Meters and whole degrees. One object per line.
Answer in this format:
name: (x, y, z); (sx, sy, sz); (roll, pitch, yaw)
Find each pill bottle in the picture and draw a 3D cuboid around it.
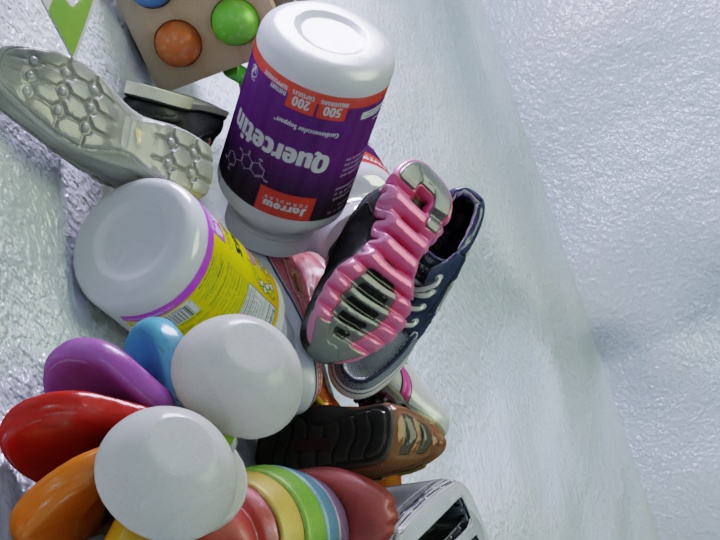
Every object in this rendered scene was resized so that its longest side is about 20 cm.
pill bottle: (-0.122, 0.019, 1.242); (0.200, 0.104, 0.105); (49, 28, -56)
pill bottle: (-0.029, -0.076, 1.553); (0.113, 0.112, 0.200); (59, 0, -39)
pill bottle: (-0.051, -0.111, 1.368); (0.113, 0.112, 0.201); (-87, -166, -52)

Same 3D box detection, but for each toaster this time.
toaster: (0.022, 0.243, 1.369); (0.200, 0.129, 0.114); (-31, 102, -56)

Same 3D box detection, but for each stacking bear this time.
stacking bear: (-0.079, 0.195, 1.199); (0.200, 0.113, 0.122); (12, 104, -61)

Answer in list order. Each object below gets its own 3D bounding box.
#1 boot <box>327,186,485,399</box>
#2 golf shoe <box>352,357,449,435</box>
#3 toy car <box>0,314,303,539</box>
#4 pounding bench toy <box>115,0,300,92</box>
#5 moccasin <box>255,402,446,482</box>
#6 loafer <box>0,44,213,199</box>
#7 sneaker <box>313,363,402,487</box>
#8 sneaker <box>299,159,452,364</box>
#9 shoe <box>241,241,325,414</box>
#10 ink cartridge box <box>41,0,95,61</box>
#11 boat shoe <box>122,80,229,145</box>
boot: (0.037, 0.016, 1.430); (0.200, 0.073, 0.090); (-59, 179, -13)
golf shoe: (0.015, 0.073, 1.515); (0.200, 0.092, 0.073); (43, -23, 15)
toy car: (-0.139, 0.106, 1.020); (0.150, 0.175, 0.200); (32, 45, 3)
pounding bench toy: (-0.119, -0.215, 1.460); (0.156, 0.124, 0.201); (-76, 145, -65)
moccasin: (-0.012, 0.139, 1.343); (0.078, 0.201, 0.074); (19, 65, -37)
loafer: (-0.193, -0.098, 1.195); (0.200, 0.070, 0.070); (32, 58, -41)
sneaker: (-0.031, 0.149, 1.476); (0.200, 0.073, 0.077); (49, 29, -31)
sneaker: (0.000, 0.000, 1.365); (0.079, 0.095, 0.200); (46, 56, -21)
shoe: (-0.050, 0.045, 1.397); (0.091, 0.072, 0.200); (10, 34, -31)
ink cartridge box: (-0.257, -0.246, 1.125); (0.148, 0.075, 0.200); (-87, 156, -53)
boat shoe: (-0.156, -0.117, 1.361); (0.201, 0.073, 0.063); (-37, 141, -82)
